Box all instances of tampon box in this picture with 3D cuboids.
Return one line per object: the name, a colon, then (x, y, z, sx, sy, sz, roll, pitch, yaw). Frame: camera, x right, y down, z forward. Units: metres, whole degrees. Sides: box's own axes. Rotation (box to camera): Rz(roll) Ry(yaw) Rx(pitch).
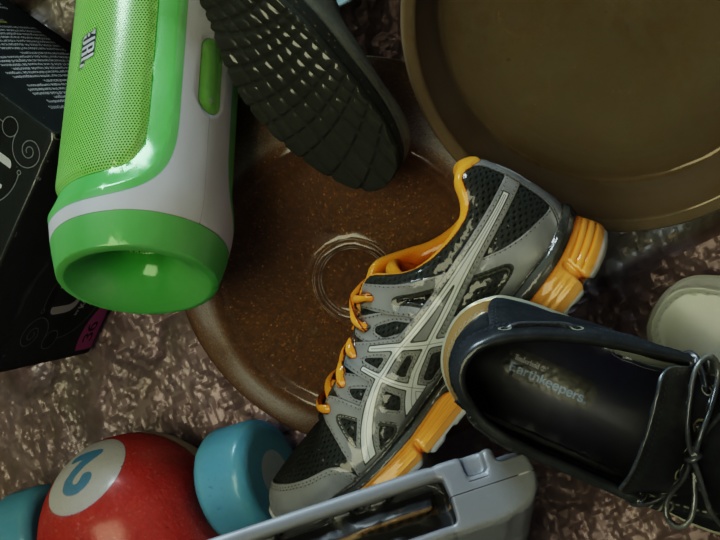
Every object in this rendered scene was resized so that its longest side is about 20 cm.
tampon box: (-0.223, -0.063, 0.866, 0.199, 0.126, 0.151, 36, 110, 20)

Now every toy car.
toy car: (-0.138, 0.181, 0.802, 0.183, 0.199, 0.179, -19, 86, 27)

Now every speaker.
speaker: (-0.096, -0.087, 0.738, 0.088, 0.088, 0.203, -13, 62, 28)

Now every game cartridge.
game cartridge: (-0.018, 0.141, 0.709, 0.198, 0.134, 0.042, -18, 60, -6)

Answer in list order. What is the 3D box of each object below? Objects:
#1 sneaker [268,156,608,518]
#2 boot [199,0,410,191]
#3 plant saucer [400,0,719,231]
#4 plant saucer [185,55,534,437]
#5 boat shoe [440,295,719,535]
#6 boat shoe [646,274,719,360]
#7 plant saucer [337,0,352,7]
sneaker: (0.021, 0.035, 0.718, 0.077, 0.078, 0.200, 41, 100, -5)
boot: (-0.019, -0.146, 0.715, 0.201, 0.131, 0.068, 50, 145, -5)
plant saucer: (0.116, -0.113, 0.691, 0.197, 0.030, 0.203, 1, 117, 3)
plant saucer: (0.000, 0.000, 0.766, 0.197, 0.037, 0.203, 3, 109, 9)
boat shoe: (0.124, 0.064, 0.636, 0.198, 0.062, 0.076, 20, 100, 7)
boat shoe: (0.207, 0.064, 0.682, 0.199, 0.068, 0.075, 31, 108, 22)
plant saucer: (-0.032, -0.227, 0.800, 0.199, 0.039, 0.204, 3, 96, 27)
